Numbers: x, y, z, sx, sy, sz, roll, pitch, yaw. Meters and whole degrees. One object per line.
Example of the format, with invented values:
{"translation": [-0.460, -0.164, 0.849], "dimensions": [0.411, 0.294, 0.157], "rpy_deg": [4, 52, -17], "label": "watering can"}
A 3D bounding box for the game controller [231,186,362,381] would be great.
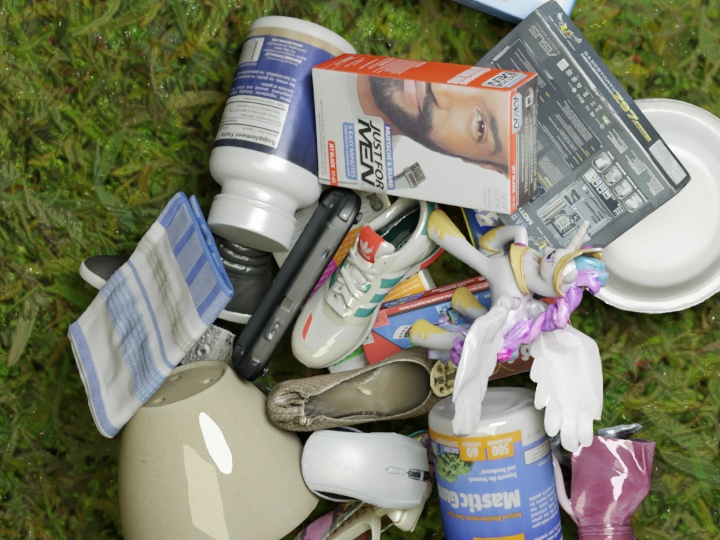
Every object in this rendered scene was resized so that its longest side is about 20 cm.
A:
{"translation": [-0.061, 0.010, 1.308], "dimensions": [0.042, 0.104, 0.201], "rpy_deg": [32, 94, -6], "label": "game controller"}

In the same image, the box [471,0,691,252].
{"translation": [0.170, -0.111, 1.229], "dimensions": [0.157, 0.051, 0.201], "rpy_deg": [-40, 86, 37], "label": "box"}

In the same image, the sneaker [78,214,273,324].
{"translation": [-0.175, -0.016, 1.367], "dimensions": [0.197, 0.071, 0.100], "rpy_deg": [11, 114, -2], "label": "sneaker"}

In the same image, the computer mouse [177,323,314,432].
{"translation": [-0.109, 0.109, 1.409], "dimensions": [0.198, 0.034, 0.059], "rpy_deg": [30, 83, -3], "label": "computer mouse"}

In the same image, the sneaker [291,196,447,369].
{"translation": [0.001, 0.000, 1.283], "dimensions": [0.200, 0.094, 0.070], "rpy_deg": [-45, 64, -6], "label": "sneaker"}

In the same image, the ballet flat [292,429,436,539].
{"translation": [0.013, 0.246, 1.385], "dimensions": [0.199, 0.071, 0.069], "rpy_deg": [-40, 126, 10], "label": "ballet flat"}

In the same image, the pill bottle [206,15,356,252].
{"translation": [-0.078, -0.125, 1.304], "dimensions": [0.110, 0.111, 0.203], "rpy_deg": [15, 80, 4], "label": "pill bottle"}

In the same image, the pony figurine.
{"translation": [0.126, 0.045, 1.199], "dimensions": [0.165, 0.199, 0.196], "rpy_deg": [8, 93, -35], "label": "pony figurine"}

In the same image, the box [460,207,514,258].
{"translation": [0.121, -0.090, 1.334], "dimensions": [0.063, 0.070, 0.203], "rpy_deg": [-17, 95, 9], "label": "box"}

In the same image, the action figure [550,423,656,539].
{"translation": [0.232, 0.250, 1.317], "dimensions": [0.147, 0.134, 0.203], "rpy_deg": [4, 72, -23], "label": "action figure"}

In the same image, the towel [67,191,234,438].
{"translation": [-0.199, 0.040, 1.283], "dimensions": [0.200, 0.024, 0.148], "rpy_deg": [-47, 46, 21], "label": "towel"}

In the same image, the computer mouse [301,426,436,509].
{"translation": [0.036, 0.195, 1.323], "dimensions": [0.198, 0.044, 0.111], "rpy_deg": [12, 80, -30], "label": "computer mouse"}

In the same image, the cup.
{"translation": [-0.151, 0.171, 1.319], "dimensions": [0.198, 0.201, 0.145], "rpy_deg": [-16, 107, 8], "label": "cup"}

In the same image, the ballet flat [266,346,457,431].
{"translation": [0.010, 0.113, 1.293], "dimensions": [0.197, 0.046, 0.068], "rpy_deg": [-8, 98, -14], "label": "ballet flat"}

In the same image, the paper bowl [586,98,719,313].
{"translation": [0.276, -0.061, 1.306], "dimensions": [0.198, 0.104, 0.204], "rpy_deg": [1, 96, 7], "label": "paper bowl"}

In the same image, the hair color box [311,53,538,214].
{"translation": [0.056, -0.124, 1.226], "dimensions": [0.198, 0.064, 0.112], "rpy_deg": [10, 116, 29], "label": "hair color box"}

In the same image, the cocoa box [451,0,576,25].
{"translation": [0.116, -0.310, 1.277], "dimensions": [0.198, 0.131, 0.135], "rpy_deg": [21, 99, 3], "label": "cocoa box"}

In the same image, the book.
{"translation": [-0.007, -0.001, 1.374], "dimensions": [0.132, 0.048, 0.202], "rpy_deg": [-25, 93, 11], "label": "book"}

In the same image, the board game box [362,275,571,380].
{"translation": [0.101, 0.061, 1.327], "dimensions": [0.197, 0.020, 0.104], "rpy_deg": [-16, 114, 13], "label": "board game box"}

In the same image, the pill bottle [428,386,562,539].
{"translation": [0.129, 0.219, 1.289], "dimensions": [0.110, 0.112, 0.203], "rpy_deg": [-8, 100, 7], "label": "pill bottle"}
